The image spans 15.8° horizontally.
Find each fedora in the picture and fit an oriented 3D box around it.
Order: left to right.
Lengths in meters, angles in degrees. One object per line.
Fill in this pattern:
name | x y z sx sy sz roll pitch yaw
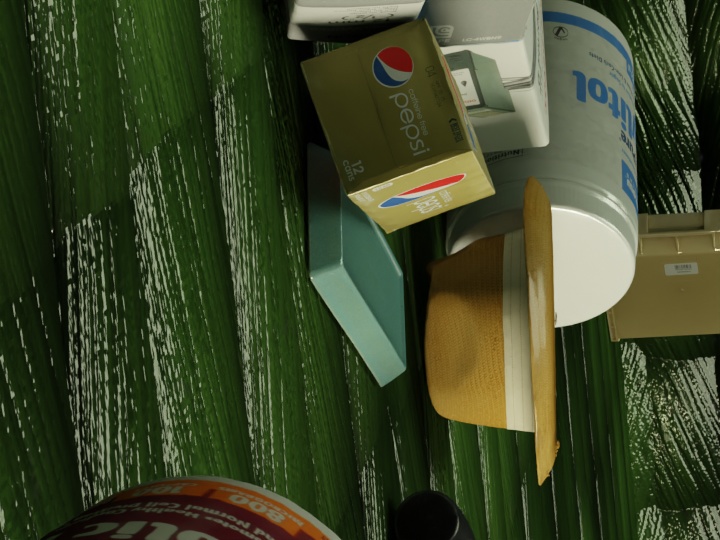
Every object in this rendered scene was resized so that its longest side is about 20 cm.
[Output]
fedora | 0.082 0.038 1.612 0.201 0.081 0.202 -1 90 -85

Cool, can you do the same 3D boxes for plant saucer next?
plant saucer | 0.000 0.000 1.326 0.200 0.019 0.070 58 29 -69

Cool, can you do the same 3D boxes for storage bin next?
storage bin | 0.399 -0.010 3.211 0.199 0.198 0.094 75 16 -49

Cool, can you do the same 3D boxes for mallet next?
mallet | 0.073 0.216 1.410 0.066 0.041 0.201 62 2 -71

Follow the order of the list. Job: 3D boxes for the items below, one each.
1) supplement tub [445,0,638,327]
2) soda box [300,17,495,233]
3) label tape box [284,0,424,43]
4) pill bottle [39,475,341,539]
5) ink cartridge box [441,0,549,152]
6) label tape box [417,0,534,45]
supplement tub | 0.125 -0.076 1.775 0.132 0.131 0.201 75 13 -49
soda box | 0.022 -0.067 1.265 0.200 0.064 0.068 31 39 -82
label tape box | -0.008 -0.183 1.190 0.200 0.066 0.144 135 -48 -82
pill bottle | -0.058 0.120 0.618 0.200 0.113 0.115 -31 116 -80
ink cartridge box | 0.062 -0.180 1.578 0.200 0.083 0.147 68 19 -62
label tape box | 0.058 -0.221 1.249 0.200 0.066 0.144 111 -27 -61
